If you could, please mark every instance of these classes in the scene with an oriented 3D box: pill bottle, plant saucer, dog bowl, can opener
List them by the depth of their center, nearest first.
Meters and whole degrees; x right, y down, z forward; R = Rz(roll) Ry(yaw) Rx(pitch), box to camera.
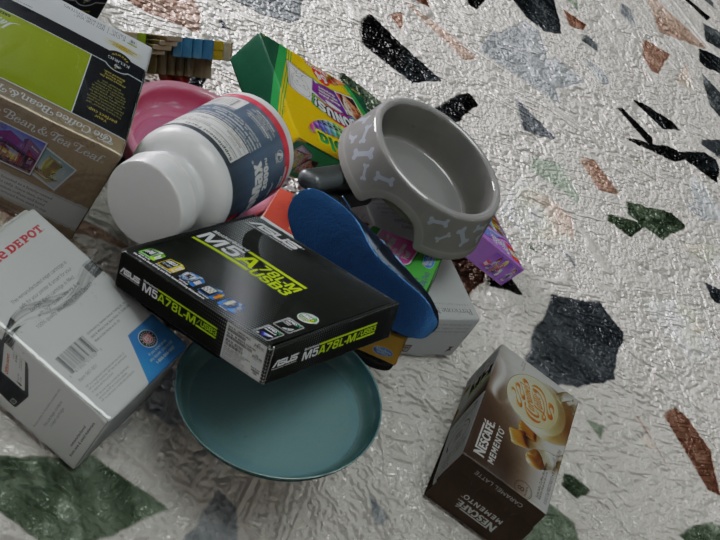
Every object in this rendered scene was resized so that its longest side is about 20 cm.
[{"bbox_3d":[-0.079,0.125,1.455,0.199,0.028,0.201,8,43,-8],"label":"plant saucer"},{"bbox_3d":[-0.165,-0.099,1.571,0.120,0.120,0.200,44,36,6],"label":"pill bottle"},{"bbox_3d":[0.072,-0.109,1.717,0.199,0.059,0.201,28,37,-23],"label":"dog bowl"},{"bbox_3d":[-0.186,-0.125,1.724,0.200,0.051,0.201,25,39,-21],"label":"plant saucer"},{"bbox_3d":[-0.011,-0.100,1.731,0.066,0.053,0.200,27,24,27],"label":"can opener"}]

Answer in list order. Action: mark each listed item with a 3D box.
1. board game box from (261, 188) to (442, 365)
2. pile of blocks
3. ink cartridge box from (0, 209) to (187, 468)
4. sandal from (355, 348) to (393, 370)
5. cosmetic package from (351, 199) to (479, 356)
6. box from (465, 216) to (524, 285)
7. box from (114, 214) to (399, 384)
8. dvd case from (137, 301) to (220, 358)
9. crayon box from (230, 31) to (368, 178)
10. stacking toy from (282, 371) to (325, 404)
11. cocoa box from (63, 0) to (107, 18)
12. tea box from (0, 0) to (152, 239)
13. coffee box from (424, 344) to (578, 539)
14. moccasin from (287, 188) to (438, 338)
[{"bbox_3d":[-0.027,0.004,1.661,0.199,0.040,0.153,22,42,5],"label":"board game box"},{"bbox_3d":[-0.226,-0.243,1.795,0.199,0.063,0.082,-1,10,-39],"label":"pile of blocks"},{"bbox_3d":[-0.284,0.060,1.416,0.200,0.084,0.145,41,36,2],"label":"ink cartridge box"},{"bbox_3d":[-0.048,0.055,1.671,0.199,0.045,0.075,28,34,10],"label":"sandal"},{"bbox_3d":[0.049,-0.002,1.785,0.101,0.074,0.201,3,48,-38],"label":"cosmetic package"},{"bbox_3d":[0.120,-0.075,1.884,0.200,0.039,0.137,34,26,-55],"label":"box"},{"bbox_3d":[-0.097,0.022,1.457,0.199,0.048,0.193,31,31,29],"label":"box"},{"bbox_3d":[-0.120,0.024,1.516,0.142,0.018,0.199,31,29,30],"label":"dvd case"},{"bbox_3d":[-0.051,-0.171,1.842,0.200,0.058,0.173,25,34,-47],"label":"crayon box"},{"bbox_3d":[-0.108,0.084,1.563,0.085,0.086,0.200,-6,49,-44],"label":"stacking toy"},{"bbox_3d":[-0.388,-0.345,1.708,0.199,0.131,0.134,0,51,-41],"label":"cocoa box"},{"bbox_3d":[-0.340,-0.174,1.570,0.199,0.134,0.197,27,37,-17],"label":"tea box"},{"bbox_3d":[0.155,0.190,1.669,0.114,0.080,0.200,36,36,-5],"label":"coffee box"},{"bbox_3d":[0.000,0.000,1.595,0.200,0.080,0.068,50,9,11],"label":"moccasin"}]
